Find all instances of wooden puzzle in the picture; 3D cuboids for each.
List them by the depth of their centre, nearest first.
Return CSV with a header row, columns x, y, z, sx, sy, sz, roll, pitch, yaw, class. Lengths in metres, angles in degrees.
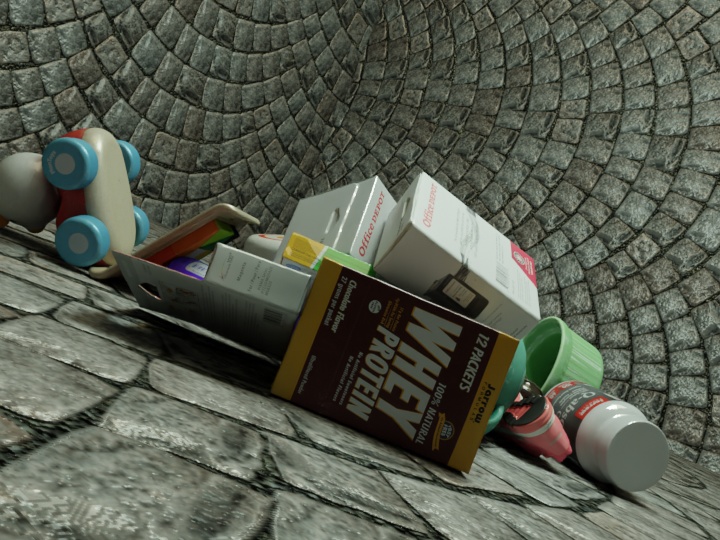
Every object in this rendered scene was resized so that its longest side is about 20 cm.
x,y,z,sx,sy,sz,roll,pitch,yaw,class
-0.234,-0.027,0.930,0.185,0.198,0.038,36,29,-89,wooden puzzle

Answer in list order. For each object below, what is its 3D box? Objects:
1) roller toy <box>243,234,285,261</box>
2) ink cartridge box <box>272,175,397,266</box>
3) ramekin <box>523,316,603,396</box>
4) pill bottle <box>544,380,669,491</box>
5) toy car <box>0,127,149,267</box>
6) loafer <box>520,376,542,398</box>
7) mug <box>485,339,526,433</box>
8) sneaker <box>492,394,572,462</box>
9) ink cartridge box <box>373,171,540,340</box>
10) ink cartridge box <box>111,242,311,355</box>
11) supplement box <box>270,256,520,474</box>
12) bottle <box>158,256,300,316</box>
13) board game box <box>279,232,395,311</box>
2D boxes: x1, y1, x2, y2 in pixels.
x,y,z,sx,sy,sz,roll,pitch,yaw,class
-0.124,0.000,1.277,0.179,0.142,0.200,8,6,8,roller toy
0.000,0.000,0.997,0.144,0.148,0.201,-11,-47,35,ink cartridge box
0.331,0.192,1.229,0.097,0.202,0.200,29,-1,-7,ramekin
0.346,0.236,1.017,0.114,0.117,0.200,23,-1,-11,pill bottle
-0.407,-0.088,0.922,0.196,0.180,0.184,-5,10,3,toy car
0.242,0.191,1.139,0.073,0.072,0.200,40,-15,-1,loafer
0.152,0.147,0.961,0.113,0.187,0.152,23,-25,-14,mug
0.227,0.223,0.974,0.087,0.073,0.200,52,-8,-1,sneaker
0.122,-0.009,0.880,0.199,0.084,0.146,36,31,-11,ink cartridge box
-0.145,0.023,0.707,0.171,0.044,0.200,20,-20,-4,ink cartridge box
0.028,0.086,0.731,0.197,0.135,0.197,23,-1,-3,supplement box
-0.149,0.048,0.874,0.197,0.066,0.083,23,4,9,bottle
-0.046,0.049,0.921,0.151,0.041,0.201,23,-36,-4,board game box
